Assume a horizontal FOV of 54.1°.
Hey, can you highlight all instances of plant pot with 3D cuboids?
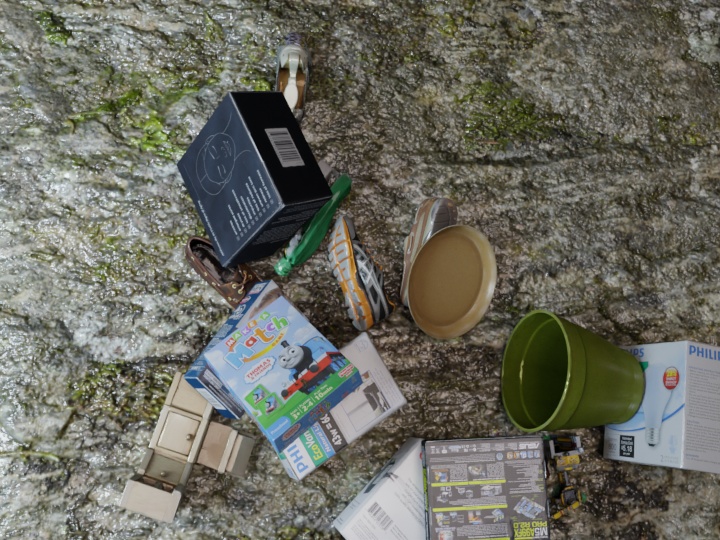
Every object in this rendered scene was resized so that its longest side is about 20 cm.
[{"bbox_3d":[0.158,0.019,1.246,0.195,0.027,0.206,-8,106,-30],"label":"plant pot"},{"bbox_3d":[0.375,0.188,1.222,0.188,0.200,0.206,13,77,-20],"label":"plant pot"}]

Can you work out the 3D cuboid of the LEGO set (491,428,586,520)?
[{"bbox_3d":[0.301,0.352,1.200,0.194,0.116,0.159,3,78,-9],"label":"LEGO set"}]

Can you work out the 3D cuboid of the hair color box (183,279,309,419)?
[{"bbox_3d":[-0.179,0.124,1.127,0.100,0.060,0.202,47,60,-22],"label":"hair color box"}]

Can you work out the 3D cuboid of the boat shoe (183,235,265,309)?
[{"bbox_3d":[-0.217,0.015,1.196,0.198,0.070,0.071,35,72,-4],"label":"boat shoe"}]

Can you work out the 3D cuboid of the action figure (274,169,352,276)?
[{"bbox_3d":[-0.086,-0.077,1.229,0.054,0.118,0.202,32,84,12],"label":"action figure"}]

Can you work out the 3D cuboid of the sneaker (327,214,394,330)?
[{"bbox_3d":[0.000,0.000,1.242,0.075,0.078,0.206,-14,85,-26],"label":"sneaker"}]

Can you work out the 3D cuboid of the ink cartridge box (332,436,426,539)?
[{"bbox_3d":[0.074,0.401,1.167,0.200,0.084,0.146,-43,90,-15],"label":"ink cartridge box"}]

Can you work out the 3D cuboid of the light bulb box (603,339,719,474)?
[{"bbox_3d":[0.533,0.235,1.219,0.121,0.198,0.206,11,77,-18],"label":"light bulb box"}]

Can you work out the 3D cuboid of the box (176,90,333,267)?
[{"bbox_3d":[-0.176,-0.147,1.145,0.122,0.196,0.204,-15,74,-48],"label":"box"}]

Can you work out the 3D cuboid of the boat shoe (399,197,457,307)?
[{"bbox_3d":[0.113,-0.034,1.268,0.075,0.071,0.205,19,92,-39],"label":"boat shoe"}]

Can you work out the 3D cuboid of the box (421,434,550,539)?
[{"bbox_3d":[0.198,0.349,1.123,0.194,0.044,0.165,-2,81,-4],"label":"box"}]

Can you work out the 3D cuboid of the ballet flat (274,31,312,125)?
[{"bbox_3d":[-0.122,-0.350,1.283,0.070,0.072,0.207,6,78,-9],"label":"ballet flat"}]

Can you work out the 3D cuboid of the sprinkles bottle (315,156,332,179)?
[{"bbox_3d":[-0.144,-0.213,1.253,0.198,0.068,0.069,38,75,-1],"label":"sprinkles bottle"}]

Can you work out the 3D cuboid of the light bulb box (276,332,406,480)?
[{"bbox_3d":[-0.054,0.217,1.112,0.197,0.198,0.126,-32,82,-15],"label":"light bulb box"}]

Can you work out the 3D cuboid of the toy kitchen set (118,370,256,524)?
[{"bbox_3d":[-0.246,0.276,1.084,0.159,0.180,0.205,20,76,-7],"label":"toy kitchen set"}]

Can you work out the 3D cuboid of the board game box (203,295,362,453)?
[{"bbox_3d":[-0.114,0.140,1.007,0.150,0.037,0.199,-37,48,-19],"label":"board game box"}]
